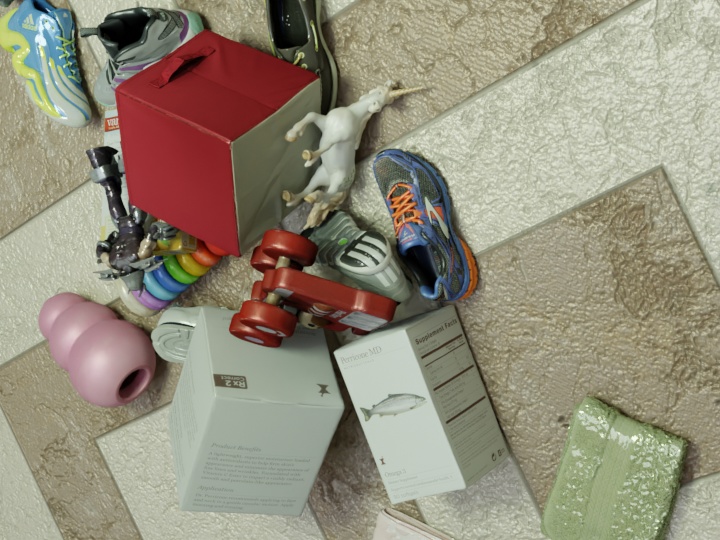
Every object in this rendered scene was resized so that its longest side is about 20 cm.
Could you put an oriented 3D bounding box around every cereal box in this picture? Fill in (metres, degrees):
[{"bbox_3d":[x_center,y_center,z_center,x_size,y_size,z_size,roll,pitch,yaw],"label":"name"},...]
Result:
[{"bbox_3d":[-0.278,-0.120,1.755,0.143,0.039,0.201,-3,82,33],"label":"cereal box"}]

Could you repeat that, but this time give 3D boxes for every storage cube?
[{"bbox_3d":[-0.165,-0.154,1.599,0.179,0.171,0.201,25,137,27],"label":"storage cube"}]

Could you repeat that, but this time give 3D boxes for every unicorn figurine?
[{"bbox_3d":[-0.025,-0.149,1.579,0.074,0.137,0.200,46,141,17],"label":"unicorn figurine"}]

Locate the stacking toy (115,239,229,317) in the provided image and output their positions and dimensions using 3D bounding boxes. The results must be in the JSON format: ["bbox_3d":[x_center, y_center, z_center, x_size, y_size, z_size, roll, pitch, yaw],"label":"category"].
[{"bbox_3d":[-0.232,-0.013,1.777,0.200,0.085,0.086,-28,88,29],"label":"stacking toy"}]

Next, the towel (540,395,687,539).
[{"bbox_3d":[0.291,0.256,1.535,0.148,0.036,0.201,23,115,25],"label":"towel"}]

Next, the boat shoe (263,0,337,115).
[{"bbox_3d":[-0.078,-0.273,1.603,0.071,0.061,0.202,-2,103,33],"label":"boat shoe"}]

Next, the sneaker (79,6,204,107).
[{"bbox_3d":[-0.311,-0.281,1.697,0.200,0.140,0.078,-33,68,32],"label":"sneaker"}]

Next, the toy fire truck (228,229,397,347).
[{"bbox_3d":[-0.055,0.040,1.562,0.167,0.200,0.113,19,76,-9],"label":"toy fire truck"}]

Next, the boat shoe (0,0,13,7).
[{"bbox_3d":[-0.542,-0.447,1.846,0.199,0.074,0.068,44,109,4],"label":"boat shoe"}]

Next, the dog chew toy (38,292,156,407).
[{"bbox_3d":[-0.382,0.103,1.879,0.200,0.124,0.125,37,121,27],"label":"dog chew toy"}]

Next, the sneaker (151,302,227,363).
[{"bbox_3d":[-0.174,0.084,1.765,0.199,0.081,0.077,12,124,8],"label":"sneaker"}]

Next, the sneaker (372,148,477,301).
[{"bbox_3d":[0.070,-0.052,1.561,0.075,0.078,0.201,-30,87,35],"label":"sneaker"}]

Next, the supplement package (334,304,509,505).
[{"bbox_3d":[0.074,0.160,1.597,0.117,0.117,0.201,-20,92,37],"label":"supplement package"}]

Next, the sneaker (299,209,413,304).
[{"bbox_3d":[0.000,0.000,1.609,0.116,0.075,0.200,52,171,-27],"label":"sneaker"}]

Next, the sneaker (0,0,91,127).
[{"bbox_3d":[-0.419,-0.292,1.810,0.200,0.076,0.105,50,123,12],"label":"sneaker"}]

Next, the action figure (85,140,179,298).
[{"bbox_3d":[-0.293,-0.064,1.697,0.130,0.069,0.201,-11,82,24],"label":"action figure"}]

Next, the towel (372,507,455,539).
[{"bbox_3d":[0.086,0.430,1.722,0.190,0.032,0.201,23,114,26],"label":"towel"}]

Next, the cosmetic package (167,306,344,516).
[{"bbox_3d":[-0.136,0.178,1.661,0.165,0.164,0.201,-108,32,-49],"label":"cosmetic package"}]
